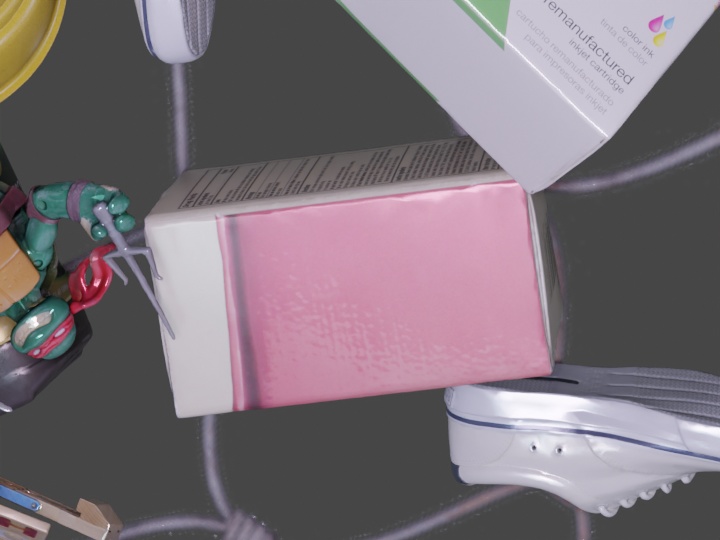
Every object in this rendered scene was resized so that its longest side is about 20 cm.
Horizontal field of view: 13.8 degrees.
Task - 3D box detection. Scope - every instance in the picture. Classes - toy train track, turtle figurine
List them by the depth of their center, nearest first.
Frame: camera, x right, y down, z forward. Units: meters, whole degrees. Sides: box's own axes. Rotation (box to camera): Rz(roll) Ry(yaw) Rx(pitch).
[{"bbox_3d":[-0.195,-0.010,1.479,0.150,0.101,0.200,-44,104,-5],"label":"turtle figurine"},{"bbox_3d":[-0.215,0.093,1.591,0.199,0.115,0.033,23,91,15],"label":"toy train track"}]

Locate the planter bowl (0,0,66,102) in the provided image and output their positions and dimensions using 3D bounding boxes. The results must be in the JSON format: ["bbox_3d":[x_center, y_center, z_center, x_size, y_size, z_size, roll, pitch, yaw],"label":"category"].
[{"bbox_3d":[-0.239,-0.176,1.501,0.199,0.083,0.201,6,66,-15],"label":"planter bowl"}]

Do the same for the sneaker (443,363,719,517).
[{"bbox_3d":[0.143,0.093,1.587,0.199,0.073,0.071,7,112,14],"label":"sneaker"}]

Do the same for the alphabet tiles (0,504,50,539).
[{"bbox_3d":[-0.263,0.111,1.589,0.199,0.167,0.008,22,72,-4],"label":"alphabet tiles"}]

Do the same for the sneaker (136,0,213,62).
[{"bbox_3d":[-0.124,-0.205,1.545,0.070,0.073,0.201,-9,92,17],"label":"sneaker"}]

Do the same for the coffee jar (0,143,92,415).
[{"bbox_3d":[-0.220,-0.021,1.579,0.085,0.104,0.201,-22,100,19],"label":"coffee jar"}]

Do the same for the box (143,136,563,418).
[{"bbox_3d":[0.000,0.000,1.546,0.199,0.128,0.110,-7,102,8],"label":"box"}]

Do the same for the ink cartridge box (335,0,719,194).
[{"bbox_3d":[0.107,-0.163,1.466,0.145,0.087,0.200,44,60,-5],"label":"ink cartridge box"}]
